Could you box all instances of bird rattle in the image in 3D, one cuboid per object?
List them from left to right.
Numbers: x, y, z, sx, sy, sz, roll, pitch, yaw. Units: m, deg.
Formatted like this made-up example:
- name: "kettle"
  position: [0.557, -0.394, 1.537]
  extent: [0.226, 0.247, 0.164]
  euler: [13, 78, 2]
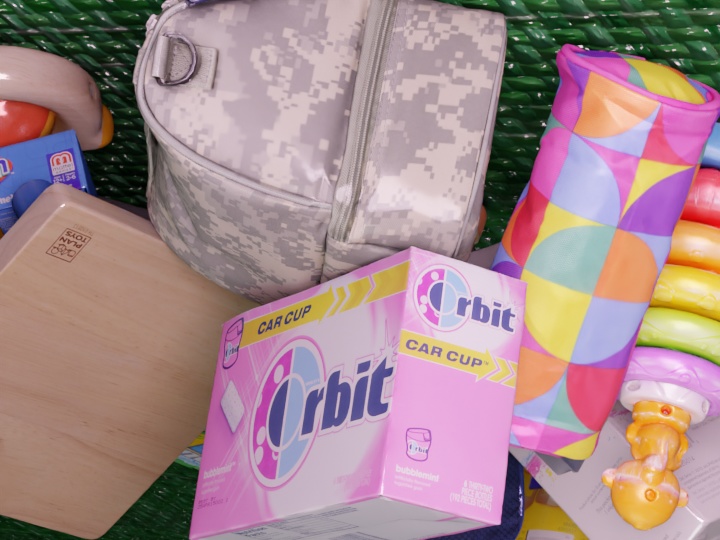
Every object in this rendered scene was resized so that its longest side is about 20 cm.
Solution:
- name: "bird rattle"
  position: [-0.230, -0.095, 1.260]
  extent: [0.163, 0.113, 0.200]
  euler: [-12, 152, 12]

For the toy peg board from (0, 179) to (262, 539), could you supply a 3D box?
- name: "toy peg board"
  position: [-0.171, 0.031, 1.239]
  extent: [0.200, 0.199, 0.098]
  euler: [25, -155, -47]

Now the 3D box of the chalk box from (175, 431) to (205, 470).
- name: "chalk box"
  position: [-0.064, 0.083, 1.555]
  extent: [0.124, 0.125, 0.200]
  euler: [24, 161, -23]

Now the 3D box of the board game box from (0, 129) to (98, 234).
- name: "board game box"
  position: [-0.215, 0.008, 1.292]
  extent: [0.152, 0.045, 0.200]
  euler: [-14, 148, -3]

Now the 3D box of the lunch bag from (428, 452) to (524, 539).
- name: "lunch bag"
  position: [0.012, 0.088, 1.404]
  extent: [0.136, 0.200, 0.132]
  euler: [4, 173, -31]

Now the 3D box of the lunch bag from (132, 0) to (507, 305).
- name: "lunch bag"
  position: [-0.026, -0.057, 1.091]
  extent: [0.168, 0.139, 0.200]
  euler: [9, 163, -2]

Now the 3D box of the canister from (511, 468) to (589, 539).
- name: "canister"
  position: [0.129, 0.137, 1.435]
  extent: [0.087, 0.200, 0.148]
  euler: [25, 159, -24]

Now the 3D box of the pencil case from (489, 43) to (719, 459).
- name: "pencil case"
  position: [0.102, -0.007, 1.063]
  extent: [0.088, 0.200, 0.088]
  euler: [18, -161, -6]

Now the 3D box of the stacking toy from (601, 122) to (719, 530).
- name: "stacking toy"
  position: [0.160, 0.036, 1.119]
  extent: [0.116, 0.200, 0.110]
  euler: [17, 161, -8]

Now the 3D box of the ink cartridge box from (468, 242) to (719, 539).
- name: "ink cartridge box"
  position: [0.135, 0.071, 1.227]
  extent: [0.117, 0.200, 0.067]
  euler: [-17, 148, -48]

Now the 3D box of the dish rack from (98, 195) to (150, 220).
- name: "dish rack"
  position: [-0.119, 0.024, 1.407]
  extent: [0.200, 0.044, 0.172]
  euler: [17, 137, 62]

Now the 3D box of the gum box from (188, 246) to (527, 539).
- name: "gum box"
  position: [-0.008, 0.070, 1.060]
  extent: [0.066, 0.114, 0.200]
  euler: [17, 160, -27]

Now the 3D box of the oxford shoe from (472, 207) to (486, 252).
- name: "oxford shoe"
  position: [-0.031, -0.024, 1.299]
  extent: [0.200, 0.073, 0.071]
  euler: [10, 161, 17]
